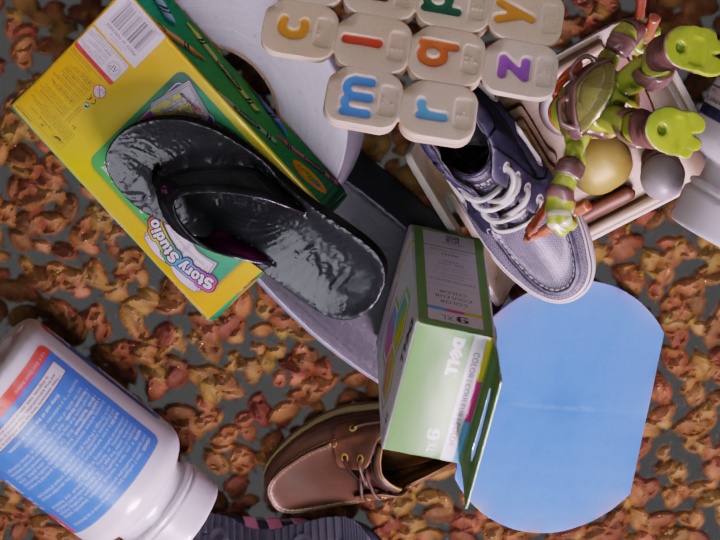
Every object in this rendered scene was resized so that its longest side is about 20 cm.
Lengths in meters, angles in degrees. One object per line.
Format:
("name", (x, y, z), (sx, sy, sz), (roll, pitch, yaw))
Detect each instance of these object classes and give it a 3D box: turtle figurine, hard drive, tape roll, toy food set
("turtle figurine", (0.163, -0.115, 1.087), (0.064, 0.161, 0.201), (33, 75, -18))
("hard drive", (0.000, 0.000, 1.283), (0.200, 0.042, 0.135), (42, 112, -17))
("tape roll", (-0.098, -0.112, 1.194), (0.199, 0.066, 0.201), (4, 108, 13))
("toy food set", (0.150, -0.074, 1.226), (0.199, 0.060, 0.144), (-28, 112, 16))

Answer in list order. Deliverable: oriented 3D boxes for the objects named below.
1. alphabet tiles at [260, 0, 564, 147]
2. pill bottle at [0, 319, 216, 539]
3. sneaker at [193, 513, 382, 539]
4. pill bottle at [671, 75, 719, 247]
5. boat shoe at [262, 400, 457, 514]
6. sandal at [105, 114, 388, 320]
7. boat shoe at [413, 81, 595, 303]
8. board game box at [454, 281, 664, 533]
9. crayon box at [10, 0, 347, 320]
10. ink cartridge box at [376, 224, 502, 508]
("alphabet tiles", (0.038, -0.178, 1.125), (0.194, 0.201, 0.015), (9, 159, 0))
("pill bottle", (-0.212, 0.139, 1.318), (0.200, 0.112, 0.112), (41, 112, -15))
("sneaker", (-0.071, 0.237, 1.397), (0.199, 0.082, 0.071), (-1, 75, 23))
("pill bottle", (0.293, -0.106, 1.145), (0.119, 0.120, 0.201), (24, 101, -9))
("boat shoe", (0.010, 0.145, 1.342), (0.199, 0.068, 0.072), (-22, 114, 14))
("sandal", (-0.073, -0.035, 1.089), (0.200, 0.048, 0.076), (29, 111, 1))
("boat shoe", (0.094, -0.053, 1.170), (0.074, 0.093, 0.200), (-32, 99, 18))
("board game box", (0.145, 0.100, 1.313), (0.157, 0.039, 0.201), (5, 101, -23))
("crayon box", (-0.121, -0.081, 1.143), (0.119, 0.058, 0.200), (-41, 95, 21))
("ink cartridge box", (0.051, 0.061, 1.174), (0.059, 0.200, 0.104), (11, 117, -6))
